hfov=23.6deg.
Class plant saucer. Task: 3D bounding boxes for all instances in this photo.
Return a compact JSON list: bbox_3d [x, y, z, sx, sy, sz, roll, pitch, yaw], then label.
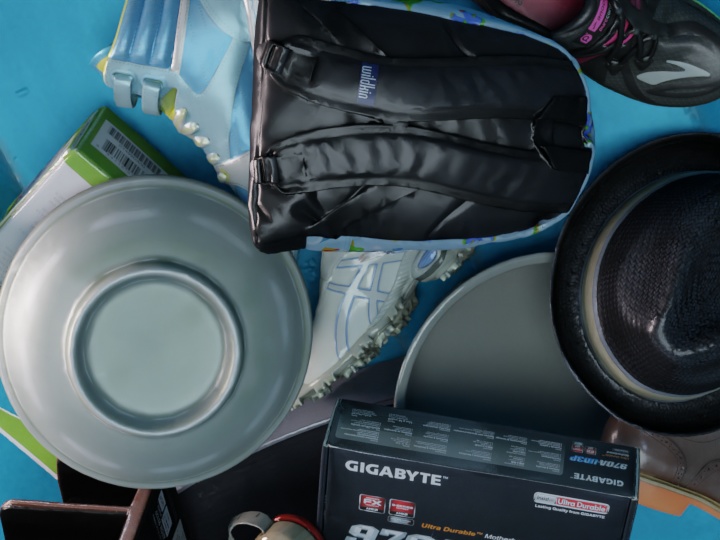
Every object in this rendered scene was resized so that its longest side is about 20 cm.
[{"bbox_3d":[-0.126,0.044,1.056,0.198,0.050,0.203,-2,103,-8],"label":"plant saucer"}]

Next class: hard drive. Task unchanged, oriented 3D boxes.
[{"bbox_3d":[-0.032,0.155,1.199,0.198,0.042,0.136,-23,108,9],"label":"hard drive"}]

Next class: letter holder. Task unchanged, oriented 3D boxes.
[{"bbox_3d":[-0.189,0.224,1.167,0.140,0.101,0.201,2,133,13],"label":"letter holder"}]

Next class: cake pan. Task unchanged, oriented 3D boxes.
[{"bbox_3d":[0.113,0.079,1.148,0.198,0.037,0.203,-5,109,-14],"label":"cake pan"}]

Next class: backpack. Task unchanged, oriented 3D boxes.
[{"bbox_3d":[0.040,-0.087,1.020,0.197,0.154,0.165,1,92,5],"label":"backpack"}]

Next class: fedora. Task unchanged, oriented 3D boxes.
[{"bbox_3d":[0.217,0.004,1.072,0.198,0.092,0.203,2,83,-12],"label":"fedora"}]

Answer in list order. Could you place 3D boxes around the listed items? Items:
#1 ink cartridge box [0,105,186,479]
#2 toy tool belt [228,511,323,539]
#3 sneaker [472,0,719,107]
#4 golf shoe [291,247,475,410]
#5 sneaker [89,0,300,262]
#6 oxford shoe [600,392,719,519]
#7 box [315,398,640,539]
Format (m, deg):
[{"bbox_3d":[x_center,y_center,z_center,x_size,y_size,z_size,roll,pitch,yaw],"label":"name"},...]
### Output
[{"bbox_3d":[-0.185,0.017,1.135,0.148,0.076,0.200,42,114,-14],"label":"ink cartridge box"},{"bbox_3d":[-0.073,0.267,1.095,0.124,0.123,0.202,18,117,17],"label":"toy tool belt"},{"bbox_3d":[0.146,-0.150,1.060,0.198,0.084,0.077,21,110,-7],"label":"sneaker"},{"bbox_3d":[0.000,0.000,1.137,0.097,0.078,0.200,43,100,4],"label":"golf shoe"},{"bbox_3d":[-0.102,-0.096,1.089,0.129,0.080,0.203,-6,101,1],"label":"sneaker"},{"bbox_3d":[0.246,0.129,1.153,0.198,0.071,0.074,15,100,-31],"label":"oxford shoe"},{"bbox_3d":[0.071,0.169,1.113,0.198,0.046,0.160,9,130,5],"label":"box"}]
